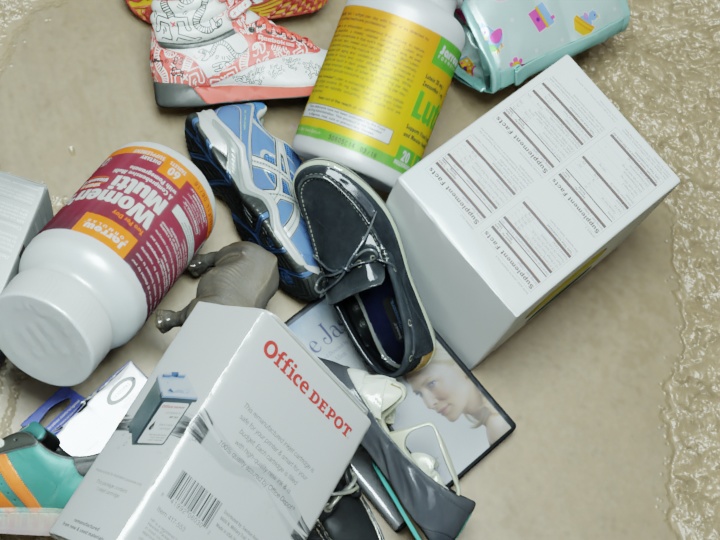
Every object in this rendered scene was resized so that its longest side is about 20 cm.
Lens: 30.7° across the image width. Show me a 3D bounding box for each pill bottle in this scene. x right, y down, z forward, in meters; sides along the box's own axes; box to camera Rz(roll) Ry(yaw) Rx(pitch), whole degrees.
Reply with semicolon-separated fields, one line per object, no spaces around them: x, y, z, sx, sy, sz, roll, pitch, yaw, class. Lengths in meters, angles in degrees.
0.025;-0.178;1.139;0.110;0.111;0.201;21;89;-2;pill bottle
-0.203;-0.007;1.048;0.109;0.110;0.200;29;44;2;pill bottle

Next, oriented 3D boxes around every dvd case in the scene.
0.020;0.103;1.130;0.142;0.018;0.200;-37;79;-20;dvd case

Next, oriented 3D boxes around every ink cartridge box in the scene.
-0.182;0.170;1.034;0.200;0.076;0.136;44;69;6;ink cartridge box
-0.100;0.145;0.937;0.147;0.085;0.201;49;60;-35;ink cartridge box

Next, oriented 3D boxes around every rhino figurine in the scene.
-0.119;0.045;1.053;0.087;0.060;0.201;-17;30;23;rhino figurine

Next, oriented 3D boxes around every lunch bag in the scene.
0.138;-0.270;1.243;0.169;0.122;0.201;-25;70;-19;lunch bag

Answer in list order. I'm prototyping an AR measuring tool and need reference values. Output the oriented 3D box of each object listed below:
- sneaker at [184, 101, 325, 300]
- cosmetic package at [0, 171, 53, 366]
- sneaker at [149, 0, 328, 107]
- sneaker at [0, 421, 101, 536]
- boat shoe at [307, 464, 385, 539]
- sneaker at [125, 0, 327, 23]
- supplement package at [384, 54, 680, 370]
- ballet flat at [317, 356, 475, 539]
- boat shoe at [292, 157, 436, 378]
-0.076;-0.067;1.146;0.077;0.076;0.201;-26;77;-24;sneaker
-0.319;0.026;1.050;0.089;0.107;0.201;15;69;-4;cosmetic package
-0.091;-0.210;1.180;0.200;0.067;0.109;-7;106;-13;sneaker
-0.260;0.149;0.955;0.198;0.071;0.081;3;84;-3;sneaker
-0.036;0.166;1.064;0.074;0.060;0.201;-19;70;-43;boat shoe
-0.124;-0.268;1.231;0.198;0.073;0.077;-5;40;-10;sneaker
0.136;-0.048;1.138;0.200;0.152;0.151;-37;80;-21;supplement package
0.024;0.133;1.069;0.073;0.073;0.200;-36;85;-21;ballet flat
0.000;0.000;1.088;0.201;0.074;0.062;65;29;-7;boat shoe
